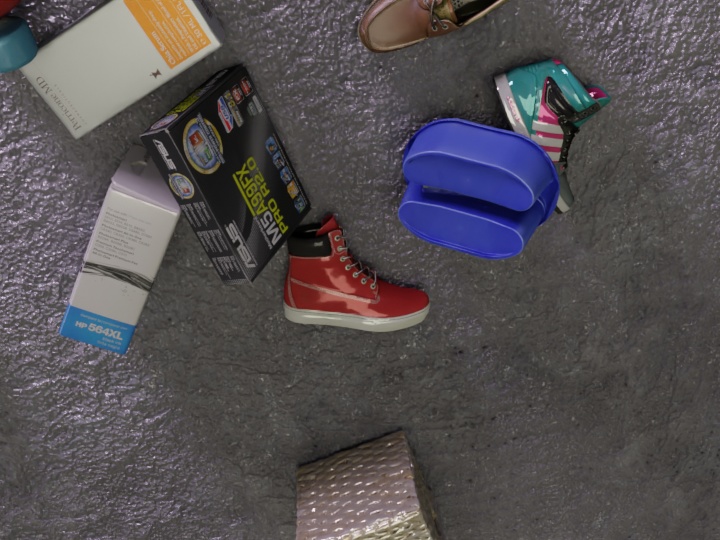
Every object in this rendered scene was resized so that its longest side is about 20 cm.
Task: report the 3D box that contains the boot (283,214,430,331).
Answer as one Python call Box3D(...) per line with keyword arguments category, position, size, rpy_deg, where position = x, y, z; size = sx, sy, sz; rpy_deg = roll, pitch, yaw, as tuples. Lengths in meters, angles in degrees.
Box3D(category="boot", position=(0.000, 0.000, 1.022), size=(0.198, 0.073, 0.145), rpy_deg=(4, 116, -5))

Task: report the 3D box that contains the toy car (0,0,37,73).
Box3D(category="toy car", position=(-0.337, -0.334, 0.777), size=(0.199, 0.177, 0.185), rpy_deg=(-32, 136, -23))

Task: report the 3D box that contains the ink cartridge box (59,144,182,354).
Box3D(category="ink cartridge box", position=(-0.276, -0.027, 0.926), size=(0.084, 0.146, 0.201), rpy_deg=(22, 114, -16))

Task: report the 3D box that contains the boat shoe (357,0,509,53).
Box3D(category="boat shoe", position=(0.089, -0.301, 0.872), size=(0.199, 0.068, 0.072), rpy_deg=(-26, 120, 8))

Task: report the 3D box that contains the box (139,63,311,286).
Box3D(category="box", position=(-0.145, -0.109, 0.893), size=(0.044, 0.161, 0.201), rpy_deg=(-5, 123, 32))

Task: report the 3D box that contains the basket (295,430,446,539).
Box3D(category="basket", position=(0.012, 0.376, 1.152), size=(0.199, 0.199, 0.162), rpy_deg=(-21, 115, 5))

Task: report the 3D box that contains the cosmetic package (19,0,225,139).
Box3D(category="cosmetic package", position=(-0.259, -0.245, 0.856), size=(0.199, 0.071, 0.102), rpy_deg=(-30, 118, 9))

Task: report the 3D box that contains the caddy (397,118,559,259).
Box3D(category="caddy", position=(0.139, -0.103, 0.944), size=(0.199, 0.105, 0.142), rpy_deg=(17, 129, 15))

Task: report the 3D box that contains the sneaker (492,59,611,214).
Box3D(category="sneaker", position=(0.254, -0.174, 0.957), size=(0.120, 0.084, 0.201), rpy_deg=(-24, 117, 16))
